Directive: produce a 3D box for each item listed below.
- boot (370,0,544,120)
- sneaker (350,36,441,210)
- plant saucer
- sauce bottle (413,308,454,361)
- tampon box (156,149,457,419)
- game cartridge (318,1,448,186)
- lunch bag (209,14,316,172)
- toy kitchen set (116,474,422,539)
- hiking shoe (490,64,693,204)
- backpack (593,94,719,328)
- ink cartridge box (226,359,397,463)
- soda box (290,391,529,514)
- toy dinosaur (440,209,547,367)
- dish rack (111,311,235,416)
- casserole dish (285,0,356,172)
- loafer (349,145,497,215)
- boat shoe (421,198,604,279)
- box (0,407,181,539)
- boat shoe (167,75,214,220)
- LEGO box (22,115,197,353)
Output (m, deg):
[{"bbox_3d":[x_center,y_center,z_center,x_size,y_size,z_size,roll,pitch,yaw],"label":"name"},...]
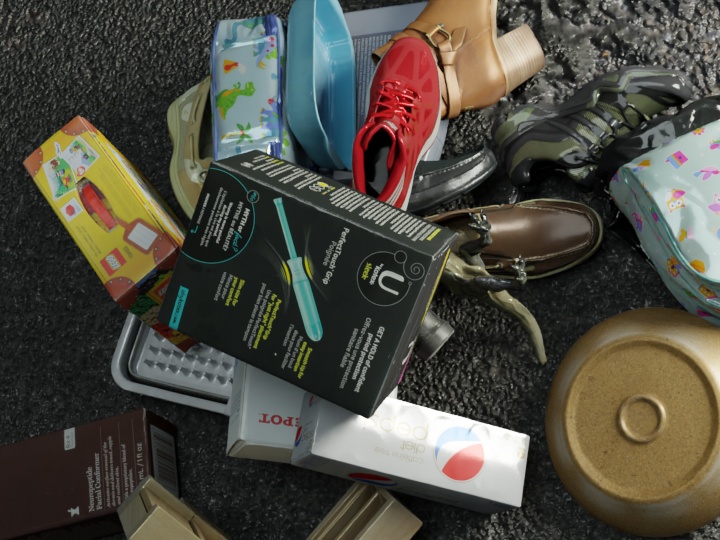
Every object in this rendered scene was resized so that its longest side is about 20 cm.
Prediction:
[{"bbox_3d":[0.073,-0.246,1.455,0.154,0.074,0.200,-28,72,-17],"label":"boot"},{"bbox_3d":[0.037,-0.137,1.333,0.078,0.116,0.201,10,75,-1],"label":"sneaker"},{"bbox_3d":[0.248,0.129,1.262,0.199,0.035,0.201,-5,79,28],"label":"plant saucer"},{"bbox_3d":[0.000,0.000,1.316,0.200,0.065,0.065,45,88,1],"label":"sauce bottle"},{"bbox_3d":[-0.042,0.006,1.227,0.199,0.126,0.150,24,105,8],"label":"tampon box"},{"bbox_3d":[0.027,-0.180,1.506,0.132,0.041,0.201,-6,67,23],"label":"game cartridge"},{"bbox_3d":[-0.094,-0.145,1.467,0.082,0.161,0.201,-7,67,8],"label":"lunch bag"},{"bbox_3d":[-0.094,0.214,1.323,0.181,0.200,0.163,-48,19,-4],"label":"toy kitchen set"},{"bbox_3d":[0.228,-0.125,1.392,0.199,0.076,0.101,-19,71,23],"label":"hiking shoe"},{"bbox_3d":[0.311,-0.046,1.288,0.166,0.127,0.201,-26,65,6],"label":"backpack"},{"bbox_3d":[-0.043,0.079,1.357,0.145,0.083,0.201,9,71,-13],"label":"ink cartridge box"},{"bbox_3d":[0.045,0.157,1.278,0.199,0.064,0.068,17,70,-16],"label":"soda box"},{"bbox_3d":[0.109,0.002,1.331,0.200,0.088,0.048,36,46,1],"label":"toy dinosaur"},{"bbox_3d":[-0.141,0.060,1.465,0.199,0.044,0.172,10,73,24],"label":"dish rack"},{"bbox_3d":[-0.040,-0.187,1.440,0.039,0.121,0.201,-11,59,17],"label":"casserole dish"},{"bbox_3d":[0.035,-0.082,1.407,0.200,0.068,0.071,-23,96,-4],"label":"loafer"},{"bbox_3d":[0.126,-0.027,1.373,0.201,0.075,0.075,-8,83,21],"label":"boat shoe"},{"bbox_3d":[-0.281,0.212,1.439,0.199,0.075,0.101,-17,64,16],"label":"box"},{"bbox_3d":[-0.153,-0.118,1.512,0.063,0.073,0.201,-39,43,28],"label":"boat shoe"},{"bbox_3d":[-0.223,-0.035,1.428,0.077,0.149,0.200,-40,59,1],"label":"LEGO box"}]
